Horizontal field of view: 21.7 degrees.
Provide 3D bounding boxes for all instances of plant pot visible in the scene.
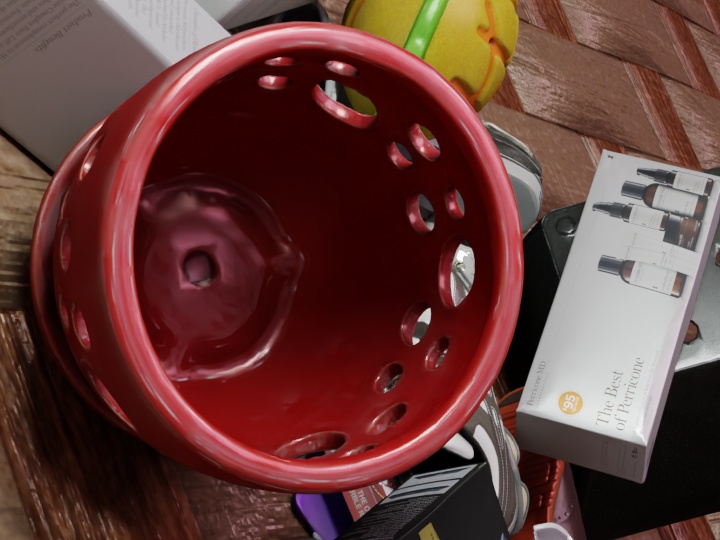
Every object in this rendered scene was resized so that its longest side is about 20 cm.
[{"bbox_3d":[0.201,0.044,1.274,0.178,0.198,0.201,77,-2,-60],"label":"plant pot"},{"bbox_3d":[-0.051,0.000,0.869,0.198,0.182,0.203,3,84,-25],"label":"plant pot"}]

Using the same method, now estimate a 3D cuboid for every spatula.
[{"bbox_3d":[-0.015,0.162,0.996,0.057,0.020,0.201,51,18,-25],"label":"spatula"}]

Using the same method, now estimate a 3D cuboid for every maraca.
[{"bbox_3d":[0.035,-0.130,1.142,0.106,0.138,0.201,22,50,4],"label":"maraca"}]

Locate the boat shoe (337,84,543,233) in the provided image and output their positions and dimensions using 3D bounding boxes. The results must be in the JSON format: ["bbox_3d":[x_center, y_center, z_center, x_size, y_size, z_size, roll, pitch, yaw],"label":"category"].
[{"bbox_3d":[0.032,-0.089,1.257,0.199,0.071,0.064,27,36,-10],"label":"boat shoe"}]

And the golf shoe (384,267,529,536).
[{"bbox_3d":[0.041,0.067,1.072,0.202,0.077,0.094,65,13,1],"label":"golf shoe"}]

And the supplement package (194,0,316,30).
[{"bbox_3d":[-0.045,-0.226,1.079,0.118,0.117,0.200,53,26,2],"label":"supplement package"}]

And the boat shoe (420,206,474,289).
[{"bbox_3d":[0.058,0.007,1.261,0.071,0.069,0.202,36,35,-45],"label":"boat shoe"}]

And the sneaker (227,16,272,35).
[{"bbox_3d":[-0.078,-0.210,1.222,0.130,0.079,0.200,55,25,-15],"label":"sneaker"}]

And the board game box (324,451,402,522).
[{"bbox_3d":[0.017,0.132,1.074,0.202,0.019,0.103,67,16,5],"label":"board game box"}]

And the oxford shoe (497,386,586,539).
[{"bbox_3d":[0.112,0.169,1.202,0.073,0.071,0.202,42,40,-42],"label":"oxford shoe"}]

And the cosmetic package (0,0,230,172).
[{"bbox_3d":[-0.146,-0.117,0.961,0.200,0.101,0.075,42,30,-37],"label":"cosmetic package"}]

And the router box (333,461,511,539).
[{"bbox_3d":[0.042,0.220,0.948,0.157,0.052,0.202,-29,102,-59],"label":"router box"}]

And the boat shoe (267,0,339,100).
[{"bbox_3d":[-0.043,-0.087,1.120,0.069,0.071,0.201,89,12,-45],"label":"boat shoe"}]

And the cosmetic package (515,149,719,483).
[{"bbox_3d":[0.160,0.024,1.151,0.051,0.082,0.201,80,26,-55],"label":"cosmetic package"}]

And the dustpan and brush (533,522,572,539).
[{"bbox_3d":[0.141,0.233,1.090,0.200,0.057,0.141,80,-3,-65],"label":"dustpan and brush"}]

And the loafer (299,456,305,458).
[{"bbox_3d":[-0.050,0.007,1.011,0.063,0.071,0.202,22,69,-40],"label":"loafer"}]
